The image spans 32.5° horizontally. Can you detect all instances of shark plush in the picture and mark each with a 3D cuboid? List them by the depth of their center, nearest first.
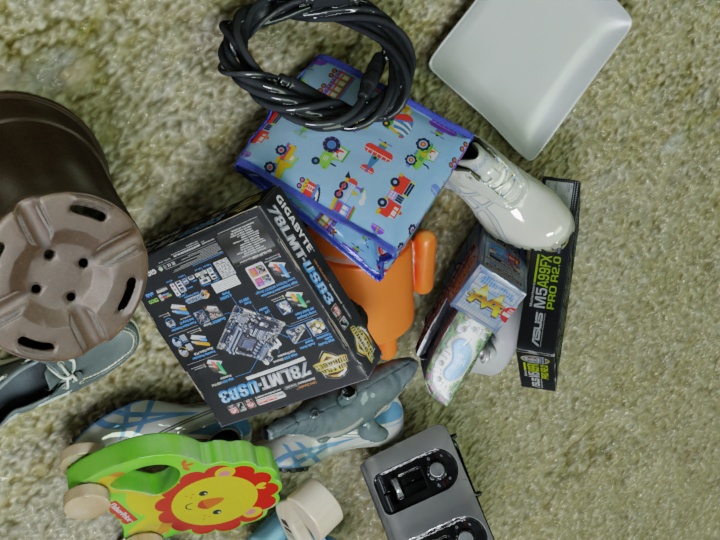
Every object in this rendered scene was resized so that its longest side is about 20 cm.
[{"bbox_3d":[-0.029,0.133,1.306,0.198,0.092,0.083,-2,152,-38],"label":"shark plush"}]

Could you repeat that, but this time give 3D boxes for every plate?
[{"bbox_3d":[0.184,-0.253,1.352,0.199,0.032,0.201,35,92,-37],"label":"plate"}]

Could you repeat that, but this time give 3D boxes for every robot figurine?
[{"bbox_3d":[-0.002,0.001,1.310,0.117,0.142,0.202,-47,140,-53],"label":"robot figurine"}]

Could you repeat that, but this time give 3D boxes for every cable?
[{"bbox_3d":[-0.044,-0.199,1.174,0.198,0.164,0.051,-22,166,-32],"label":"cable"}]

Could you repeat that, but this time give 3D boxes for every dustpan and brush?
[{"bbox_3d":[0.152,0.074,1.412,0.057,0.200,0.141,18,105,-7],"label":"dustpan and brush"}]

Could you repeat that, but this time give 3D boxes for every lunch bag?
[{"bbox_3d":[-0.016,-0.115,1.208,0.199,0.094,0.151,34,71,2],"label":"lunch bag"}]

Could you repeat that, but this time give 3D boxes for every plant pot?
[{"bbox_3d":[-0.284,-0.030,1.075,0.198,0.198,0.203,-14,120,-25],"label":"plant pot"}]

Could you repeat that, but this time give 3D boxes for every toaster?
[{"bbox_3d":[0.088,0.293,1.434,0.117,0.183,0.200,-22,160,-2],"label":"toaster"}]

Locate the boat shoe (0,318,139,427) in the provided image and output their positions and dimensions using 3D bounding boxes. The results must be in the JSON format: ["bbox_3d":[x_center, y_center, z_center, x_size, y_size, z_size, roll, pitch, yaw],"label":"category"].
[{"bbox_3d":[-0.303,0.106,1.214,0.198,0.062,0.074,-23,122,-20],"label":"boat shoe"}]

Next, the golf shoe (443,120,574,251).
[{"bbox_3d":[0.136,-0.091,1.298,0.079,0.199,0.097,-56,168,-4],"label":"golf shoe"}]

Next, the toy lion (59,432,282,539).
[{"bbox_3d":[-0.183,0.222,1.267,0.190,0.069,0.201,-22,142,7],"label":"toy lion"}]

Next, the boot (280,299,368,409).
[{"bbox_3d":[-0.080,0.086,1.281,0.070,0.198,0.133,-42,136,-53],"label":"boot"}]

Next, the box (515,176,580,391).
[{"bbox_3d":[0.212,0.018,1.386,0.160,0.044,0.203,64,35,-70],"label":"box"}]

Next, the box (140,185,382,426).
[{"bbox_3d":[-0.108,0.040,1.196,0.200,0.198,0.050,57,36,-17],"label":"box"}]

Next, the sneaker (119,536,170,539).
[{"bbox_3d":[-0.193,0.362,1.388,0.075,0.087,0.200,-51,128,-1],"label":"sneaker"}]

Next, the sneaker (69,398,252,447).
[{"bbox_3d":[-0.204,0.177,1.294,0.198,0.073,0.072,-4,143,-31],"label":"sneaker"}]

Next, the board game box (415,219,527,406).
[{"bbox_3d":[0.119,0.038,1.349,0.061,0.200,0.201,30,97,-3],"label":"board game box"}]

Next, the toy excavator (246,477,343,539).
[{"bbox_3d":[-0.072,0.301,1.370,0.100,0.193,0.202,-41,122,-28],"label":"toy excavator"}]

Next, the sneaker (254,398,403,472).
[{"bbox_3d":[-0.044,0.180,1.399,0.198,0.072,0.074,-14,96,-22],"label":"sneaker"}]
